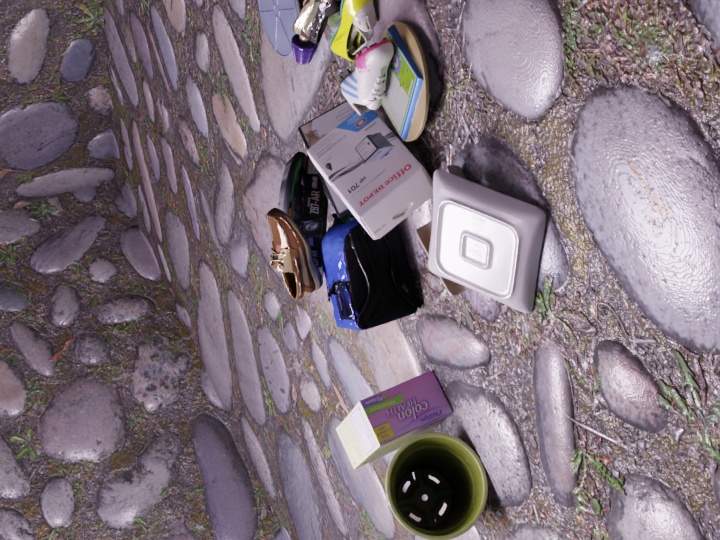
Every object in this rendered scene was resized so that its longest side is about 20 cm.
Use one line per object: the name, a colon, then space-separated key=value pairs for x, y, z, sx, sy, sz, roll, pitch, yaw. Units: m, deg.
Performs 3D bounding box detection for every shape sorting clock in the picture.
shape sorting clock: x=0.074 y=-0.323 z=1.572 sx=0.200 sy=0.039 sz=0.203 roll=-131 pitch=33 yaw=-49

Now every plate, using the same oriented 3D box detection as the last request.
plate: x=0.187 y=-0.039 z=1.438 sx=0.198 sy=0.032 sz=0.202 roll=25 pitch=134 yaw=28

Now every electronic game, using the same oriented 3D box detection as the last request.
electronic game: x=-0.135 y=-0.145 z=1.908 sx=0.200 sy=0.041 sz=0.203 roll=8 pitch=-90 yaw=-83

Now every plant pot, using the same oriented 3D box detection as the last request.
plant pot: x=0.138 y=0.441 z=1.833 sx=0.190 sy=0.198 sz=0.202 roll=103 pitch=143 yaw=-69

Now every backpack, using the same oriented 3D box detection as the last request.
backpack: x=0.000 y=0.000 z=1.800 sx=0.167 sy=0.161 sz=0.203 roll=2 pitch=106 yaw=54

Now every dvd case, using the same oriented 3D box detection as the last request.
dvd case: x=-0.020 y=-0.219 z=1.745 sx=0.202 sy=0.141 sz=0.018 roll=65 pitch=-173 yaw=14

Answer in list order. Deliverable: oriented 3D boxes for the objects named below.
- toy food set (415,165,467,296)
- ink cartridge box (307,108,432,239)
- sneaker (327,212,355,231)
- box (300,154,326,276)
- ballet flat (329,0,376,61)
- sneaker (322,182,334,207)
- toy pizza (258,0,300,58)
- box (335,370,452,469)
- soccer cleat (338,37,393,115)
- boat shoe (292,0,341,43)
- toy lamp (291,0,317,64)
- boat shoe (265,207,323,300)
toy food set: x=0.156 y=-0.063 z=1.552 sx=0.145 sy=0.060 sz=0.201 roll=62 pitch=154 yaw=21
ink cartridge box: x=0.019 y=-0.179 z=1.643 sx=0.201 sy=0.146 sz=0.086 roll=52 pitch=180 yaw=36
sneaker: x=-0.016 y=-0.106 z=1.879 sx=0.078 sy=0.079 sz=0.200 roll=64 pitch=155 yaw=16
box: x=-0.093 y=-0.111 z=1.896 sx=0.161 sy=0.043 sz=0.203 roll=91 pitch=-179 yaw=-60
ballet flat: x=-0.005 y=-0.445 z=1.647 sx=0.067 sy=0.067 sz=0.200 roll=45 pitch=155 yaw=6
sneaker: x=-0.033 y=-0.175 z=1.841 sx=0.116 sy=0.074 sz=0.203 roll=84 pitch=-176 yaw=-49
toy pizza: x=-0.165 y=-0.553 z=1.947 sx=0.200 sy=0.031 sz=0.203 roll=45 pitch=144 yaw=46
box: x=0.065 y=0.308 z=1.878 sx=0.098 sy=0.174 sz=0.200 roll=63 pitch=156 yaw=16
soccer cleat: x=0.023 y=-0.328 z=1.570 sx=0.087 sy=0.069 sz=0.200 roll=62 pitch=162 yaw=0
boat shoe: x=-0.060 y=-0.506 z=1.713 sx=0.066 sy=0.072 sz=0.201 roll=34 pitch=138 yaw=-8
toy lamp: x=-0.105 y=-0.501 z=1.824 sx=0.059 sy=0.058 sz=0.201 roll=57 pitch=151 yaw=30
boat shoe: x=-0.137 y=-0.025 z=1.785 sx=0.075 sy=0.074 sz=0.202 roll=22 pitch=145 yaw=49
